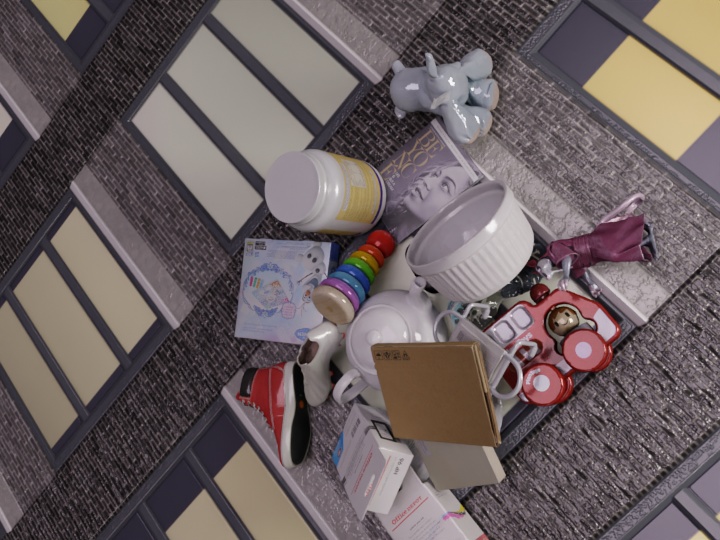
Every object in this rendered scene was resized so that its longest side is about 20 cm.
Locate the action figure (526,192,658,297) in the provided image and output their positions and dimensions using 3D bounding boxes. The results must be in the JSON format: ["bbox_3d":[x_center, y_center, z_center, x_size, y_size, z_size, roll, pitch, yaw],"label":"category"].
[{"bbox_3d":[0.356,-0.037,1.164,0.199,0.134,0.150,-11,78,22],"label":"action figure"}]

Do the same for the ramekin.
[{"bbox_3d":[0.182,-0.040,1.188,0.200,0.200,0.105,-37,110,18],"label":"ramekin"}]

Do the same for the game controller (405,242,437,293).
[{"bbox_3d":[0.176,-0.046,1.305,0.200,0.042,0.105,-35,70,19],"label":"game controller"}]

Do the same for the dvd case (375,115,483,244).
[{"bbox_3d":[0.108,-0.166,1.369,0.200,0.016,0.149,-38,68,17],"label":"dvd case"}]

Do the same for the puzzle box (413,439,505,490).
[{"bbox_3d":[0.137,0.254,1.194,0.133,0.025,0.201,-22,93,43],"label":"puzzle box"}]

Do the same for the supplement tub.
[{"bbox_3d":[-0.061,-0.139,1.336,0.145,0.200,0.146,-1,88,34],"label":"supplement tub"}]

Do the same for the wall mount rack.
[{"bbox_3d":[0.186,0.155,1.164,0.200,0.074,0.174,42,113,46],"label":"wall mount rack"}]

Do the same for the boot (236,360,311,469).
[{"bbox_3d":[-0.174,0.281,1.421,0.144,0.072,0.201,-12,70,25],"label":"boot"}]

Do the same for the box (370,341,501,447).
[{"bbox_3d":[0.113,0.191,1.154,0.199,0.021,0.164,-6,103,41],"label":"box"}]

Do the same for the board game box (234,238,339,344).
[{"bbox_3d":[-0.145,0.041,1.451,0.199,0.043,0.200,4,85,26],"label":"board game box"}]

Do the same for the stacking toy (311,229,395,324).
[{"bbox_3d":[0.000,0.000,1.324,0.085,0.086,0.200,21,55,27],"label":"stacking toy"}]

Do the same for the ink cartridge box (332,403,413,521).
[{"bbox_3d":[0.022,0.323,1.246,0.116,0.068,0.200,-68,20,11],"label":"ink cartridge box"}]

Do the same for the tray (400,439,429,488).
[{"bbox_3d":[0.092,0.296,1.278,0.107,0.022,0.200,42,119,23],"label":"tray"}]

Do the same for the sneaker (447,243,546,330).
[{"bbox_3d":[0.224,0.017,1.254,0.200,0.086,0.078,-38,109,-3],"label":"sneaker"}]

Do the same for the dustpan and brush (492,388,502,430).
[{"bbox_3d":[0.203,0.213,1.258,0.139,0.057,0.200,40,108,21],"label":"dustpan and brush"}]

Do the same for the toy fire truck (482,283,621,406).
[{"bbox_3d":[0.299,0.113,1.182,0.200,0.112,0.168,-43,69,14],"label":"toy fire truck"}]

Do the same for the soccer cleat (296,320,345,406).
[{"bbox_3d":[-0.086,0.173,1.349,0.069,0.077,0.201,45,135,36],"label":"soccer cleat"}]

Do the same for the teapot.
[{"bbox_3d":[0.047,0.125,1.288,0.197,0.146,0.201,-8,81,26],"label":"teapot"}]

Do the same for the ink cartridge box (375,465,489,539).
[{"bbox_3d":[0.120,0.433,1.251,0.117,0.067,0.200,-48,67,19],"label":"ink cartridge box"}]

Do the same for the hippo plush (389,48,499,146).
[{"bbox_3d":[0.130,-0.297,1.302,0.160,0.200,0.160,5,109,45],"label":"hippo plush"}]
